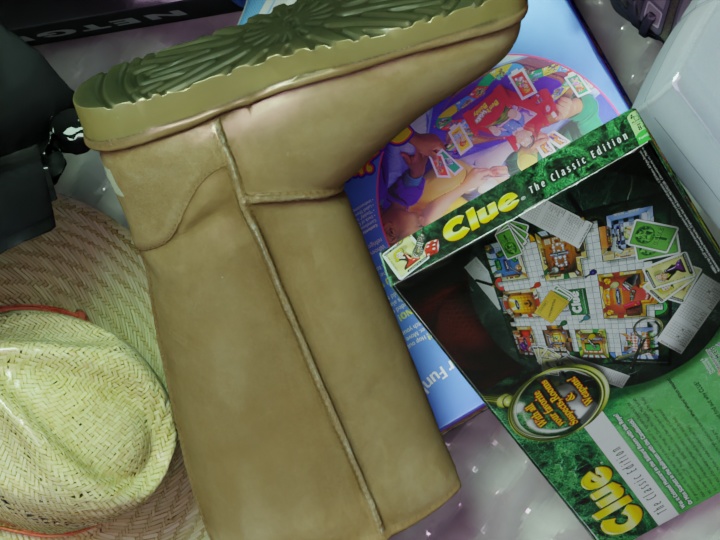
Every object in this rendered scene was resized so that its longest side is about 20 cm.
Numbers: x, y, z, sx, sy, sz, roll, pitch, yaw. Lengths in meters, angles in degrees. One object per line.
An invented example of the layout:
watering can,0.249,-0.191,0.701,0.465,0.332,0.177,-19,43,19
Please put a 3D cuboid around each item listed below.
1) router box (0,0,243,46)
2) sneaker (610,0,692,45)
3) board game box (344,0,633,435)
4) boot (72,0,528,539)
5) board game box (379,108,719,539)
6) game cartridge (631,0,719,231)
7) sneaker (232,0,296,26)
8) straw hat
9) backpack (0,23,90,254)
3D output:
router box,-0.142,-0.175,1.009,0.198,0.052,0.159,-9,88,11
sneaker,0.143,-0.098,0.950,0.080,0.074,0.202,-15,80,20
board game box,0.028,-0.009,0.976,0.199,0.045,0.135,-30,84,9
boot,0.000,0.000,0.895,0.174,0.066,0.201,-15,115,7
board game box,0.095,0.029,0.897,0.104,0.200,0.024,-31,46,7
game cartridge,0.196,-0.082,0.892,0.200,0.041,0.133,-42,92,-24
sneaker,-0.005,-0.120,0.947,0.072,0.072,0.200,37,72,10
straw hat,-0.119,0.057,0.934,0.200,0.085,0.203,3,83,-26
backpack,-0.216,-0.029,0.871,0.167,0.126,0.200,41,77,-21
